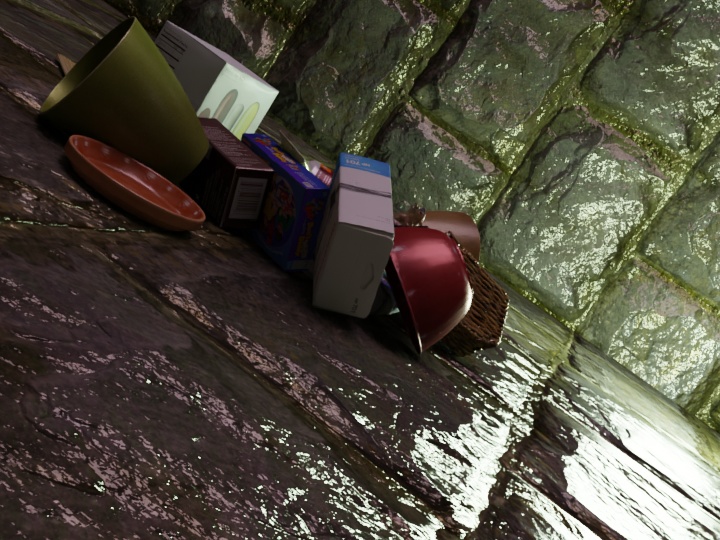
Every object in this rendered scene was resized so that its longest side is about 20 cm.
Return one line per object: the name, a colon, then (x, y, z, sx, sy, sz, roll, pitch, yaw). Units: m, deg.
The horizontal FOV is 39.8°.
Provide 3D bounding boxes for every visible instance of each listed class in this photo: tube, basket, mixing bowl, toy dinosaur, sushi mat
tube: (-0.089, -0.130, 1.581, 0.057, 0.052, 0.201, 8, -35, 16)
basket: (0.136, 0.058, 1.694, 0.200, 0.148, 0.144, 45, 47, -30)
mixing bowl: (0.103, 0.013, 1.499, 0.200, 0.107, 0.202, 160, -90, -87)
toy dinosaur: (0.053, -0.039, 1.862, 0.085, 0.202, 0.135, -18, 39, -30)
sushi mat: (-0.520, -0.360, 1.871, 0.095, 0.012, 0.200, 31, 10, -32)

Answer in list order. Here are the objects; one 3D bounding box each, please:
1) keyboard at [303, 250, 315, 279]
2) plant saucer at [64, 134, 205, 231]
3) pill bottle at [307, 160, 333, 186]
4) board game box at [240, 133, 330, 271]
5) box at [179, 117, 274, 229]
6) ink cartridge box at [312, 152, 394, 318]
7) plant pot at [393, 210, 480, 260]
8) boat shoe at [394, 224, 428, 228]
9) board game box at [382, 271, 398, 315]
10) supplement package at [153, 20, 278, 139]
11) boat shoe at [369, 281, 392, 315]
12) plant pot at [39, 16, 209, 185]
keyboard: (-0.075, -0.018, 1.529, 0.199, 0.057, 0.011, 39, 35, 29)
plant saucer: (-0.293, -0.108, 1.285, 0.199, 0.033, 0.200, 34, 8, -5)
pill bottle: (-0.079, -0.150, 2.028, 0.199, 0.114, 0.113, 32, 9, -10)
board game box: (-0.131, -0.107, 1.513, 0.044, 0.136, 0.200, -2, 31, -37)
box: (-0.219, -0.154, 1.530, 0.074, 0.101, 0.200, 1, 28, -37)
ink cartridge box: (-0.011, -0.053, 1.421, 0.085, 0.148, 0.201, 14, 32, -8)
plant pot: (0.115, -0.048, 2.055, 0.198, 0.188, 0.186, 12, 19, -33)
boat shoe: (0.029, -0.062, 1.624, 0.197, 0.067, 0.074, 15, 30, 30)
board game box: (0.000, 0.000, 1.741, 0.199, 0.041, 0.199, 35, 9, 10)
supplement package: (-0.280, -0.277, 1.692, 0.147, 0.201, 0.191, 36, 10, 22)
boat shoe: (-0.023, -0.002, 1.579, 0.199, 0.072, 0.066, 39, 6, 27)
plant pot: (-0.316, -0.218, 1.413, 0.200, 0.187, 0.187, 46, 2, -26)
